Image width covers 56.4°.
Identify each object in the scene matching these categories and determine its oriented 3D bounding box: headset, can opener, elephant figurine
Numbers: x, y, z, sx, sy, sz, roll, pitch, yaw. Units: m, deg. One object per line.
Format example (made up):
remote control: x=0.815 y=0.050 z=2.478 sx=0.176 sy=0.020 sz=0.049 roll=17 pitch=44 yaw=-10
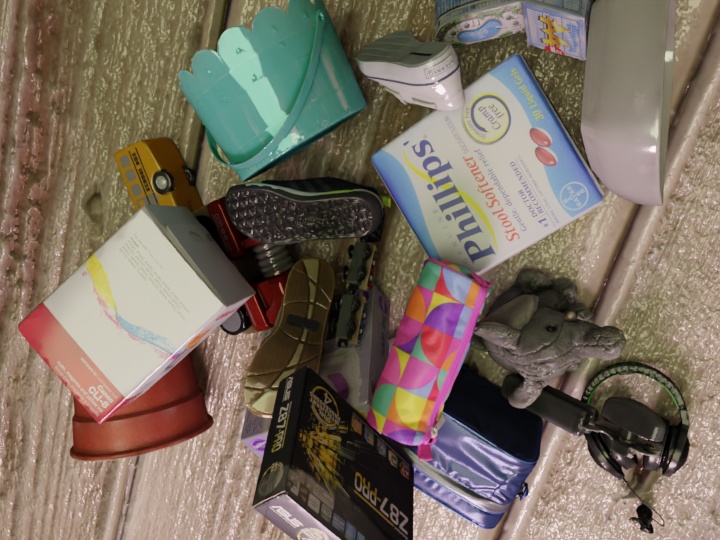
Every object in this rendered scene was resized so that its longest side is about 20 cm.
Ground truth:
headset: x=0.338 y=0.214 z=0.821 sx=0.121 sy=0.094 sz=0.204 roll=-8 pitch=86 yaw=24
can opener: x=0.261 y=0.163 z=0.792 sx=0.198 sy=0.052 sz=0.068 roll=19 pitch=98 yaw=42
elephant figurine: x=0.194 y=0.079 z=0.751 sx=0.140 sy=0.200 sz=0.157 roll=26 pitch=110 yaw=10

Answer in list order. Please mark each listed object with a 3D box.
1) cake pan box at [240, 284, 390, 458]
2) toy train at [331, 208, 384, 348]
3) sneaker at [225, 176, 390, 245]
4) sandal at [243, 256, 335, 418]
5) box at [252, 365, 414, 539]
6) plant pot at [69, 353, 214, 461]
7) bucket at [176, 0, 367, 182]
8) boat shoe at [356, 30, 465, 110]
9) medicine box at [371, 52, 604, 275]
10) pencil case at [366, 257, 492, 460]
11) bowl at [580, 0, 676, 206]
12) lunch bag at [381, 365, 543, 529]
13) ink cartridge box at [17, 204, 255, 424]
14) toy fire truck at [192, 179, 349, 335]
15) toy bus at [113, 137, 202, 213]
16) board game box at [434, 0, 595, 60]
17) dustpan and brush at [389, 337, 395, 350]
cake pan box: x=-0.052 y=0.122 z=0.856 sx=0.181 sy=0.202 sz=0.053 roll=-18 pitch=129 yaw=21
toy train: x=0.000 y=0.000 z=0.833 sx=0.034 sy=0.046 sz=0.204 roll=2 pitch=68 yaw=27
sneaker: x=-0.062 y=-0.076 z=0.814 sx=0.196 sy=0.083 sz=0.073 roll=6 pitch=117 yaw=6
sandal: x=-0.080 y=0.083 z=0.818 sx=0.079 sy=0.054 sz=0.203 roll=18 pitch=72 yaw=-3
box: x=-0.018 y=0.222 z=0.698 sx=0.049 sy=0.162 sz=0.200 roll=-29 pitch=118 yaw=26
plant pot: x=-0.319 y=0.137 z=0.947 sx=0.197 sy=0.200 sz=0.200 roll=-7 pitch=93 yaw=19
bucket: x=-0.098 y=-0.205 z=0.781 sx=0.205 sy=0.207 sz=0.136 roll=-28 pitch=99 yaw=22
boat shoe: x=0.051 y=-0.215 z=0.748 sx=0.073 sy=0.200 sz=0.067 roll=-30 pitch=119 yaw=-3
medicine box: x=0.145 y=-0.111 z=0.773 sx=0.198 sy=0.103 sz=0.184 roll=-32 pitch=92 yaw=21
pencil case: x=0.076 y=0.091 z=0.722 sx=0.087 sy=0.088 sz=0.204 roll=18 pitch=92 yaw=12
bowl: x=0.263 y=-0.175 z=0.655 sx=0.073 sy=0.199 sz=0.204 roll=4 pitch=81 yaw=25
lunch bag: x=0.128 y=0.219 z=0.841 sx=0.198 sy=0.136 sz=0.134 roll=31 pitch=115 yaw=10
ink cartridge box: x=-0.249 y=0.041 z=0.782 sx=0.199 sy=0.145 sz=0.145 roll=-41 pitch=91 yaw=7
toy fire truck: x=-0.103 y=-0.031 z=0.877 sx=0.197 sy=0.128 sz=0.179 roll=-19 pitch=97 yaw=31
toy bus: x=-0.262 y=-0.080 z=0.932 sx=0.077 sy=0.065 sz=0.203 roll=-18 pitch=97 yaw=21
board game box: x=0.167 y=-0.303 z=0.686 sx=0.196 sy=0.062 sz=0.204 roll=-7 pitch=65 yaw=19
dustpan and brush: x=-0.020 y=0.152 z=0.925 sx=0.199 sy=0.057 sz=0.140 roll=-37 pitch=91 yaw=29
